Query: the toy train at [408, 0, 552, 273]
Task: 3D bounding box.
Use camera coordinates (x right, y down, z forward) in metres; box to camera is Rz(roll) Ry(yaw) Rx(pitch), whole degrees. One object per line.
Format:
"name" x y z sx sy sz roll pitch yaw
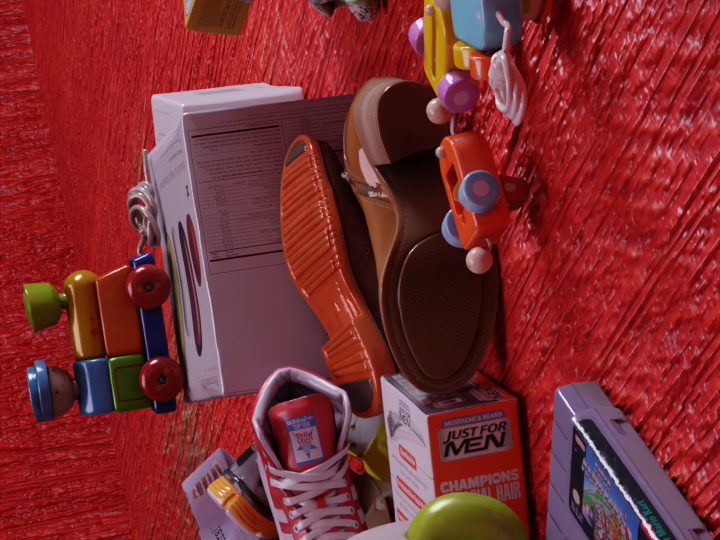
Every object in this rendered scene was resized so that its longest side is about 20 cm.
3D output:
"toy train" 0.076 -0.096 1.070 0.200 0.056 0.150 107 150 -66

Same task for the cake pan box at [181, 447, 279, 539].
"cake pan box" -0.043 0.248 1.531 0.184 0.052 0.200 39 -171 -29

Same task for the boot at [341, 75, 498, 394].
"boot" 0.026 -0.024 1.261 0.155 0.077 0.200 -178 73 -80

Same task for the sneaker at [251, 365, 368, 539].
"sneaker" -0.024 0.156 1.310 0.113 0.071 0.200 91 158 -53

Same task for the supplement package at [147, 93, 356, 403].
"supplement package" -0.064 -0.012 1.466 0.191 0.147 0.200 154 107 -75

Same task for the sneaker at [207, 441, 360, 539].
"sneaker" -0.035 0.163 1.510 0.078 0.077 0.200 39 -170 24

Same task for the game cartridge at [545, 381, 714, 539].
"game cartridge" 0.141 0.159 1.005 0.200 0.038 0.130 -121 22 -56

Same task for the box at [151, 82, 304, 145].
"box" -0.104 -0.054 1.680 0.152 0.106 0.200 -153 56 -72

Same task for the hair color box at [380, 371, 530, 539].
"hair color box" 0.064 0.169 1.248 0.111 0.064 0.200 -145 46 -73

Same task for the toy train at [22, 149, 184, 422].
"toy train" -0.205 0.015 1.500 0.085 0.116 0.200 -178 80 -79

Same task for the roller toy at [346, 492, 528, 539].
"roller toy" 0.038 0.246 1.108 0.200 0.182 0.140 64 -175 -10

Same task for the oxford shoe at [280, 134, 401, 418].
"oxford shoe" 0.000 0.000 1.350 0.071 0.073 0.200 -31 74 57

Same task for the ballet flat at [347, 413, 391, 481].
"ballet flat" 0.004 0.111 1.412 0.200 0.067 0.067 169 123 -77

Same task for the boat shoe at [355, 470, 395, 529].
"boat shoe" 0.023 0.193 1.418 0.200 0.064 0.071 -136 40 -67

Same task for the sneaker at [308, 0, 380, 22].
"sneaker" -0.005 -0.212 1.329 0.089 0.077 0.200 51 169 -14

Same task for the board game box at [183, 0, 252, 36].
"board game box" -0.091 -0.288 1.364 0.153 0.040 0.200 117 152 -52
